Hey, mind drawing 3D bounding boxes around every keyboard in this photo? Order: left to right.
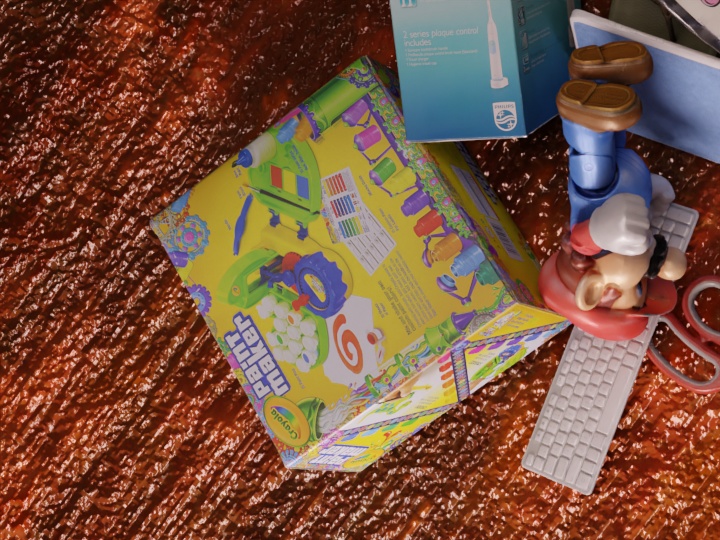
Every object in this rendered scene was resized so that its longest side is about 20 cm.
[{"bbox_3d":[0.165,0.047,1.317,0.056,0.011,0.200,21,90,40],"label":"keyboard"}]

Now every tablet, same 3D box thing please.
[{"bbox_3d":[0.229,-0.101,1.260,0.200,0.130,0.014,22,71,23],"label":"tablet"}]

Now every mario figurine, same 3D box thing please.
[{"bbox_3d":[0.172,-0.040,1.238,0.123,0.200,0.106,-31,44,-27],"label":"mario figurine"}]

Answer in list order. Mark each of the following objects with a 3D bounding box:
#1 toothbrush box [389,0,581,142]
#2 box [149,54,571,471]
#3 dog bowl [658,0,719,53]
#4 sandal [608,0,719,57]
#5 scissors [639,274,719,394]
[{"bbox_3d":[0.080,-0.195,1.269,0.085,0.146,0.200,0,107,23],"label":"toothbrush box"},{"bbox_3d":[0.000,0.000,1.335,0.193,0.122,0.200,-36,71,16],"label":"box"},{"bbox_3d":[0.210,-0.218,1.191,0.074,0.200,0.200,-41,69,27],"label":"dog bowl"},{"bbox_3d":[0.206,-0.214,1.322,0.080,0.057,0.201,6,84,23],"label":"sandal"},{"bbox_3d":[0.267,0.082,1.278,0.200,0.014,0.073,44,97,21],"label":"scissors"}]
